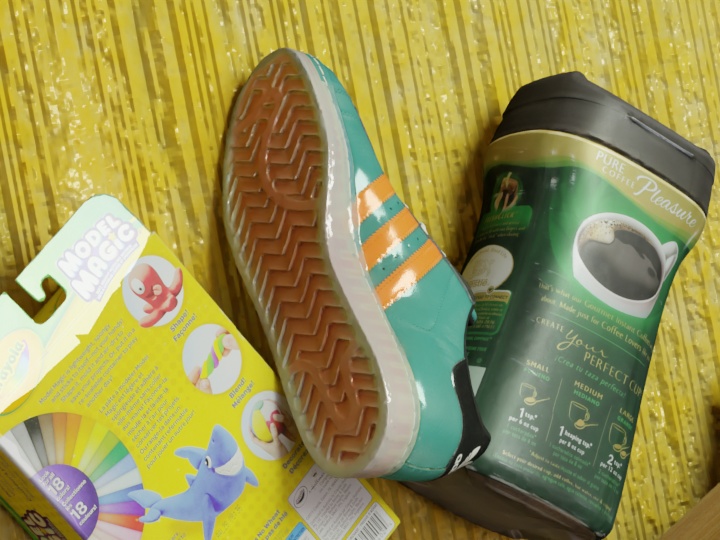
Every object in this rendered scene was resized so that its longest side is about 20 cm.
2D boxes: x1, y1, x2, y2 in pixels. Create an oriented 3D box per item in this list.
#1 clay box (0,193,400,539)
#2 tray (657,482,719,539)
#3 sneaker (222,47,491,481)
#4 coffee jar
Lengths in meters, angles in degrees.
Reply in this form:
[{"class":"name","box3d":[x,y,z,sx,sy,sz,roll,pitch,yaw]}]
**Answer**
[{"class":"clay box","box3d":[-0.085,0.075,1.148,0.200,0.048,0.115,50,61,-19]},{"class":"tray","box3d":[0.198,0.129,1.268,0.099,0.200,0.037,34,24,-27]},{"class":"sneaker","box3d":[0.000,0.000,1.186,0.080,0.071,0.200,10,56,-44]},{"class":"coffee jar","box3d":[0.088,0.016,1.252,0.104,0.085,0.200,29,70,-27]}]
